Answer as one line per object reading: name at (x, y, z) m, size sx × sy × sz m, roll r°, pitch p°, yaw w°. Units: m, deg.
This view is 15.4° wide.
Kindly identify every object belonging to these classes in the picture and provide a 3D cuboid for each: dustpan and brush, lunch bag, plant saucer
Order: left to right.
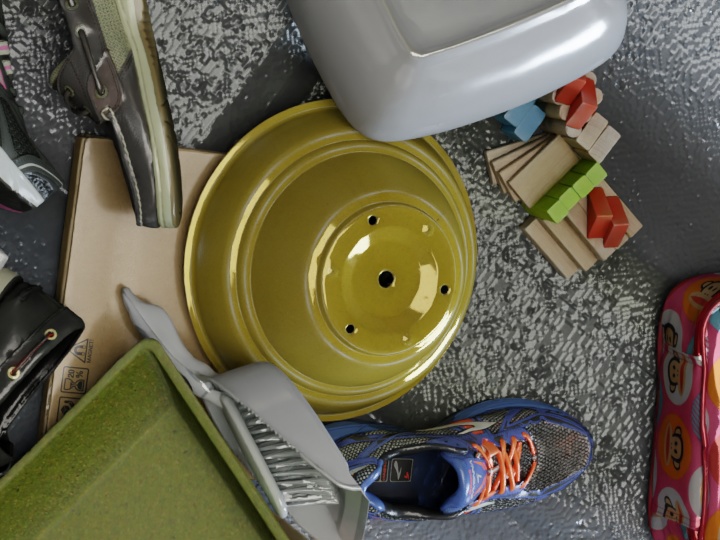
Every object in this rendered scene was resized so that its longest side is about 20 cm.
plant saucer at (-0.129, 0.177, 1.558) m, size 0.200 × 0.200 × 0.048 m, roll -44°, pitch 153°, yaw 16°
dustpan and brush at (-0.072, 0.082, 1.575) m, size 0.057 × 0.140 × 0.200 m, roll -28°, pitch 73°, yaw -13°
lunch bag at (0.281, 0.099, 1.742) m, size 0.176 × 0.082 × 0.201 m, roll -3°, pitch 100°, yaw -22°

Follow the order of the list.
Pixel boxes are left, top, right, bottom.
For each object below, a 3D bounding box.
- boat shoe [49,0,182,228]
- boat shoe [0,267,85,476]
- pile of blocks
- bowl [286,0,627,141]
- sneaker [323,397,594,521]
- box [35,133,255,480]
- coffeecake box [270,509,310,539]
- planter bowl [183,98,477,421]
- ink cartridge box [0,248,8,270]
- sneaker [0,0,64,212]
boat shoe at (-0.150, -0.119, 1.567) m, size 0.066 × 0.072 × 0.202 m, roll -12°, pitch 88°, yaw -2°
boat shoe at (-0.235, 0.099, 1.562) m, size 0.063 × 0.074 × 0.202 m, roll 32°, pitch 87°, yaw 6°
pile of blocks at (0.122, -0.090, 1.667) m, size 0.082 × 0.062 × 0.201 m, roll -20°, pitch 103°, yaw -15°
bowl at (0.055, -0.193, 1.595) m, size 0.199 × 0.075 × 0.201 m, roll -22°, pitch 86°, yaw -13°
sneaker at (0.061, 0.127, 1.665) m, size 0.199 × 0.078 × 0.076 m, roll -9°, pitch 103°, yaw -24°
box at (-0.106, 0.025, 1.628) m, size 0.163 × 0.021 × 0.201 m, roll 6°, pitch 95°, yaw -20°
coffeecake box at (0.013, 0.248, 1.622) m, size 0.200 × 0.153 × 0.073 m, roll 43°, pitch 83°, yaw -24°
planter bowl at (0.000, 0.000, 1.609) m, size 0.200 × 0.083 × 0.201 m, roll -4°, pitch 100°, yaw -24°
ink cartridge box at (-0.317, 0.030, 1.526) m, size 0.146 × 0.084 × 0.200 m, roll 33°, pitch 87°, yaw -20°
sneaker at (-0.230, -0.123, 1.541) m, size 0.086 × 0.080 × 0.200 m, roll -45°, pitch 114°, yaw -19°
